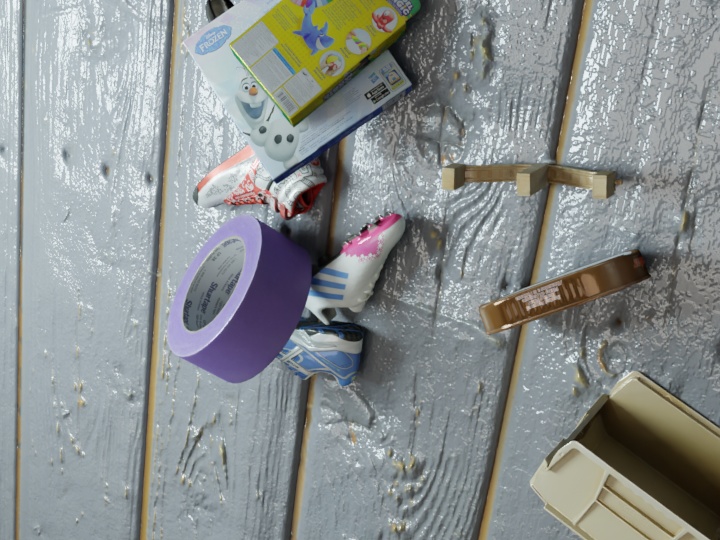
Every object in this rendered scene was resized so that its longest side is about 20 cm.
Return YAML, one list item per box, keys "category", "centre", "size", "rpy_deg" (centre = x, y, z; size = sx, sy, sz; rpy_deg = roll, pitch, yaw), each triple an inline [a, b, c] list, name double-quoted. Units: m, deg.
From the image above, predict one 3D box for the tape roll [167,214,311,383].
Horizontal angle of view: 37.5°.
- category: "tape roll"
  centre: [-0.156, 0.036, 1.355]
  size: [0.085, 0.201, 0.200]
  rpy_deg: [31, 131, -31]

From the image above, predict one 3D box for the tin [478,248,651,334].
- category: "tin"
  centre: [0.222, 0.024, 1.173]
  size: [0.199, 0.112, 0.042]
  rpy_deg: [-23, 83, 34]

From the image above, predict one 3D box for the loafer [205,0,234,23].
- category: "loafer"
  centre: [-0.109, -0.277, 1.321]
  size: [0.200, 0.073, 0.071]
  rpy_deg: [45, 103, 4]

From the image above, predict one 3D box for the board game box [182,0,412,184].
- category: "board game box"
  centre: [-0.074, -0.241, 1.258]
  size: [0.199, 0.043, 0.200]
  rpy_deg: [-34, 86, 0]

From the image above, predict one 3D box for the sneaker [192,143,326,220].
- category: "sneaker"
  centre: [-0.131, -0.103, 1.380]
  size: [0.201, 0.067, 0.109]
  rpy_deg: [-33, 84, 32]

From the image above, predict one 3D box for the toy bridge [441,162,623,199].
- category: "toy bridge"
  centre: [0.193, -0.102, 1.178]
  size: [0.198, 0.067, 0.027]
  rpy_deg: [6, 108, 29]

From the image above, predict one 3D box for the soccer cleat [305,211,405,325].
- category: "soccer cleat"
  centre: [0.000, 0.000, 1.336]
  size: [0.200, 0.070, 0.087]
  rpy_deg: [-34, 95, 39]

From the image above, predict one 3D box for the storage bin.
- category: "storage bin"
  centre: [0.310, 0.222, 1.124]
  size: [0.198, 0.200, 0.094]
  rpy_deg: [36, 122, 17]

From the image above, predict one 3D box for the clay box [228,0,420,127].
- category: "clay box"
  centre: [-0.038, -0.273, 1.213]
  size: [0.200, 0.048, 0.115]
  rpy_deg: [-39, 85, -2]

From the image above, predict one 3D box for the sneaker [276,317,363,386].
- category: "sneaker"
  centre: [-0.089, 0.104, 1.409]
  size: [0.199, 0.076, 0.078]
  rpy_deg: [8, 104, 31]
